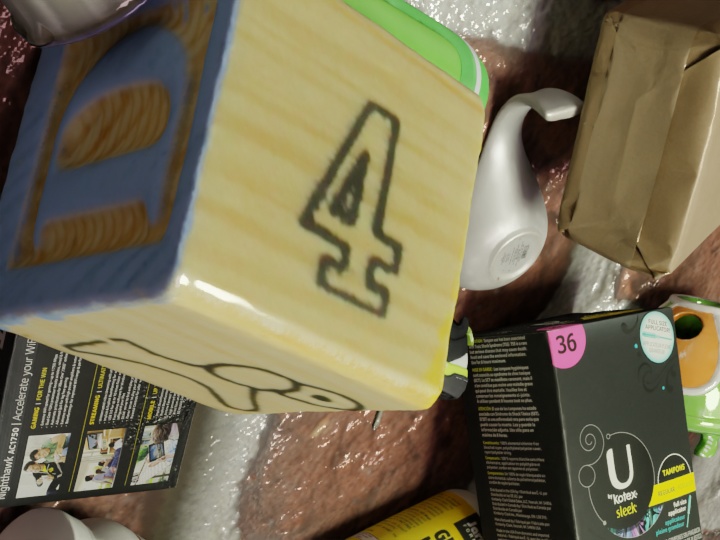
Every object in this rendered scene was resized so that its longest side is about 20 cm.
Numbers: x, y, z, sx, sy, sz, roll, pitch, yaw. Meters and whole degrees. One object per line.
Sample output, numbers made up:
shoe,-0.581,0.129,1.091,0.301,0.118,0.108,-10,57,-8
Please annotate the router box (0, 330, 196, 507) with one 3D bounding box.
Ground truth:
router box,-0.176,0.058,0.902,0.148,0.051,0.202,-1,118,-37

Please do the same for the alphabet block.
alphabet block,-0.070,-0.038,0.768,0.199,0.194,0.199,27,68,-42

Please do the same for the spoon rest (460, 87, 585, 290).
spoon rest,0.121,-0.064,1.068,0.098,0.061,0.202,-14,139,-30

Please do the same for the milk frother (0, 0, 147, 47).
milk frother,-0.133,-0.224,0.646,0.181,0.199,0.189,-46,137,-10

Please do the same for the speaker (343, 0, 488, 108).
speaker,-0.002,-0.145,0.884,0.199,0.088,0.089,21,104,-45

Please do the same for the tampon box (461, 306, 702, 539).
tampon box,0.184,0.141,1.134,0.148,0.126,0.203,-9,91,-35

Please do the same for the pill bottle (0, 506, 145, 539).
pill bottle,-0.181,0.252,0.985,0.112,0.112,0.200,-46,136,-3

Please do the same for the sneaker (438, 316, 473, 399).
sneaker,0.018,0.037,1.052,0.199,0.071,0.084,30,69,-45

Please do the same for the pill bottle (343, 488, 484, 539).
pill bottle,0.064,0.263,1.188,0.198,0.112,0.114,-21,129,-27

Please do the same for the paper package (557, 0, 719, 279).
paper package,0.251,-0.124,1.040,0.199,0.103,0.193,-32,139,-50

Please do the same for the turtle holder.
turtle holder,0.329,0.096,1.274,0.183,0.140,0.134,7,97,-31

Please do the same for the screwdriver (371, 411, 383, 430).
screwdriver,0.043,0.031,1.016,0.029,0.028,0.202,55,49,-59
